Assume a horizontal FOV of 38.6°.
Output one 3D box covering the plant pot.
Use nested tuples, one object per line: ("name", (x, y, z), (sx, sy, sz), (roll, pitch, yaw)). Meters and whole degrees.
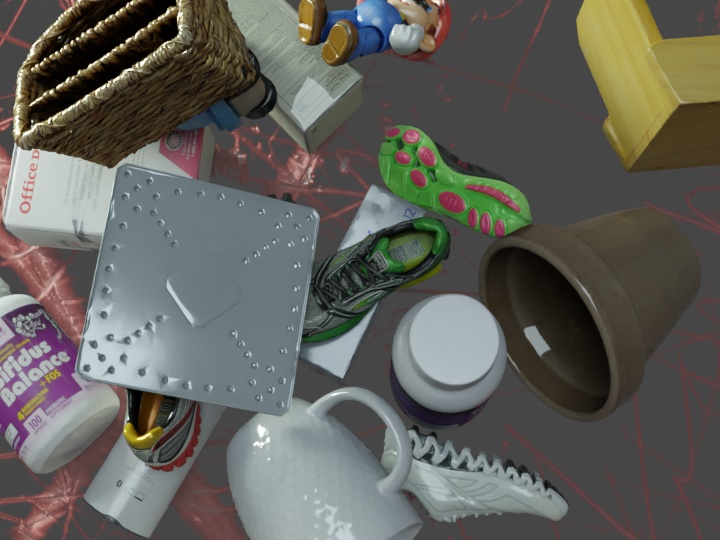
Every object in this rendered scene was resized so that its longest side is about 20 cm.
("plant pot", (0.243, 0.021, 1.040), (0.173, 0.201, 0.202), (-30, 78, -24))

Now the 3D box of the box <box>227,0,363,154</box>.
("box", (-0.094, -0.237, 1.144), (0.095, 0.078, 0.200), (-42, 80, -8))

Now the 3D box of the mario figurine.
("mario figurine", (0.028, -0.282, 1.107), (0.199, 0.105, 0.125), (-21, 90, -44))

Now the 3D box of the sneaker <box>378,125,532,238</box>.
("sneaker", (0.100, -0.089, 1.115), (0.199, 0.083, 0.077), (36, 100, 24))

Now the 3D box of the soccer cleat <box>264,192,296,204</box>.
("soccer cleat", (-0.127, -0.028, 1.055), (0.069, 0.198, 0.088), (-16, 88, 42))

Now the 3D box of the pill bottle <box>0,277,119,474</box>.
("pill bottle", (-0.348, 0.098, 1.053), (0.112, 0.112, 0.200), (-42, 80, -8))

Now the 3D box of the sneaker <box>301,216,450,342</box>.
("sneaker", (0.000, 0.000, 1.019), (0.198, 0.085, 0.079), (-32, 80, -6))

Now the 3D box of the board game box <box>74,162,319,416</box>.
("board game box", (-0.148, 0.020, 0.961), (0.197, 0.026, 0.203), (13, 75, -15))

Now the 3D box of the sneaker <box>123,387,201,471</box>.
("sneaker", (-0.179, 0.086, 0.989), (0.076, 0.082, 0.203), (1, 70, 13))

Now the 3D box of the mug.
("mug", (-0.031, 0.202, 0.995), (0.200, 0.147, 0.176), (-48, 68, 21))

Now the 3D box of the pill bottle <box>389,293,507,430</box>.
("pill bottle", (0.084, 0.088, 1.002), (0.109, 0.200, 0.113), (0, 74, 1))

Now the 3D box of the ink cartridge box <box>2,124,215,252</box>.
("ink cartridge box", (-0.267, -0.097, 1.112), (0.196, 0.083, 0.149), (6, 77, 1))

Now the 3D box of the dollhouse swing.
("dollhouse swing", (0.336, -0.220, 1.072), (0.178, 0.200, 0.179), (-5, 76, 0))

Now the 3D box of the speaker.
("speaker", (-0.196, 0.164, 1.052), (0.080, 0.081, 0.202), (29, 79, 7))

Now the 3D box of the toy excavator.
("toy excavator", (-0.214, -0.200, 1.056), (0.199, 0.100, 0.196), (-36, 77, 0))

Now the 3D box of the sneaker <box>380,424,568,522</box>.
("sneaker", (0.111, 0.221, 1.045), (0.197, 0.075, 0.082), (17, 85, 13))

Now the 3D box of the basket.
("basket", (-0.222, -0.204, 0.943), (0.198, 0.149, 0.145), (-27, 80, 17))

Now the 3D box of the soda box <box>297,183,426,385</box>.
("soda box", (-0.004, 0.015, 1.092), (0.067, 0.064, 0.202), (25, 79, 5))
